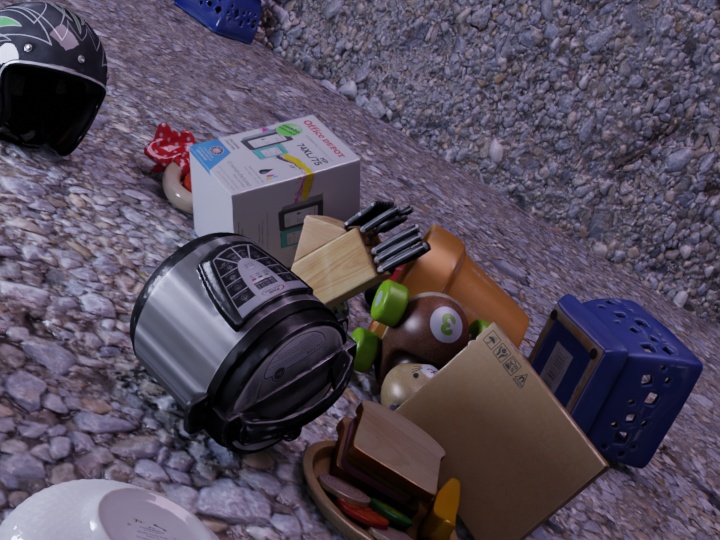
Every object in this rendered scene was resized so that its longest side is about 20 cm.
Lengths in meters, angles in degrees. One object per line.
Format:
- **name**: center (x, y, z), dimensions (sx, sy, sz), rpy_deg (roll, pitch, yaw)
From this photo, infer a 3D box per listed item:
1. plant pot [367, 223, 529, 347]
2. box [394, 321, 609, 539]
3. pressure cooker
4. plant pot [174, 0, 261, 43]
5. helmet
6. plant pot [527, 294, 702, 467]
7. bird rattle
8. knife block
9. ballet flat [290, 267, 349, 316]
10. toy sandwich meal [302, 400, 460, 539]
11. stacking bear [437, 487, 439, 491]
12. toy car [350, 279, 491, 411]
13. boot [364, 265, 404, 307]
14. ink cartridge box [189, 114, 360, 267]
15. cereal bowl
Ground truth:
- **plant pot**: center (0.126, 0.069, 1.524), dimensions (0.182, 0.202, 0.200), rpy_deg (32, 15, -1)
- **box**: center (0.145, 0.185, 1.195), dimensions (0.201, 0.163, 0.021), rpy_deg (53, 12, 25)
- **pressure cooker**: center (-0.108, 0.080, 1.093), dimensions (0.200, 0.177, 0.178), rpy_deg (40, 2, 28)
- **plant pot**: center (-0.402, -0.815, 3.280), dimensions (0.199, 0.181, 0.199), rpy_deg (38, 16, 24)
- **helmet**: center (-0.442, -0.272, 1.509), dimensions (0.198, 0.192, 0.200), rpy_deg (28, 15, -8)
- **plant pot**: center (0.368, 0.161, 1.691), dimensions (0.178, 0.202, 0.200), rpy_deg (13, 23, -30)
- **bird rattle**: center (-0.241, -0.144, 1.688), dimensions (0.198, 0.113, 0.164), rpy_deg (25, 33, -11)
- **knife block**: center (0.000, 0.000, 1.436), dimensions (0.174, 0.203, 0.064), rpy_deg (22, 11, 25)
- **ballet flat**: center (-0.091, 0.015, 1.559), dimensions (0.074, 0.075, 0.200), rpy_deg (16, 20, -43)
- **toy sandwich meal**: center (0.031, 0.217, 1.126), dimensions (0.203, 0.071, 0.206), rpy_deg (29, 16, -9)
- **stacking bear**: center (0.192, 0.241, 1.290), dimensions (0.120, 0.115, 0.199), rpy_deg (21, 0, 32)
- **toy car**: center (0.078, 0.137, 1.349), dimensions (0.162, 0.159, 0.201), rpy_deg (23, 29, -14)
- **boot**: center (0.111, 0.049, 1.715), dimensions (0.198, 0.073, 0.145), rpy_deg (21, 43, 14)
- **ink cartridge box**: center (-0.118, -0.103, 1.536), dimensions (0.198, 0.148, 0.147), rpy_deg (-18, 40, -25)
- **cereal bowl**: center (-0.158, 0.213, 0.764), dimensions (0.198, 0.084, 0.200), rpy_deg (30, 15, -8)
